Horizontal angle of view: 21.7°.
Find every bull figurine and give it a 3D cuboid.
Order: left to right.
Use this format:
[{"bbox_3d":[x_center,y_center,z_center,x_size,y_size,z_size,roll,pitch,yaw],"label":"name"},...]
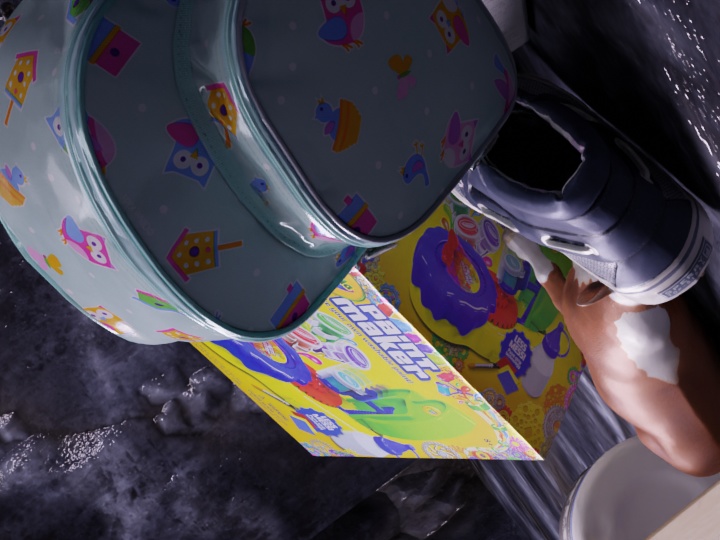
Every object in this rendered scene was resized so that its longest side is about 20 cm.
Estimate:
[{"bbox_3d":[0.136,0.027,0.941,0.201,0.065,0.122,59,177,-39],"label":"bull figurine"}]

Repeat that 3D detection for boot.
[{"bbox_3d":[0.070,-0.059,0.836,0.090,0.073,0.200,35,180,-38],"label":"boot"}]

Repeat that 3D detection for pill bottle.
[{"bbox_3d":[0.185,0.168,1.204,0.114,0.113,0.200,53,176,10],"label":"pill bottle"}]

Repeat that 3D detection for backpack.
[{"bbox_3d":[-0.047,-0.070,0.740,0.153,0.200,0.176,9,142,49],"label":"backpack"}]

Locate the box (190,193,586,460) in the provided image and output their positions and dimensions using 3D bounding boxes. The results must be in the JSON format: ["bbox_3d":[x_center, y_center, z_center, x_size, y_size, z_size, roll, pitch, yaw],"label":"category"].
[{"bbox_3d":[0.000,0.000,1.047,0.192,0.123,0.200,-6,139,47],"label":"box"}]

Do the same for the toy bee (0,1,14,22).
[{"bbox_3d":[-0.098,-0.144,0.920,0.109,0.199,0.131,91,156,-48],"label":"toy bee"}]

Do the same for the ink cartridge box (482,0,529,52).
[{"bbox_3d":[-0.002,-0.200,0.818,0.198,0.047,0.200,54,178,17],"label":"ink cartridge box"}]

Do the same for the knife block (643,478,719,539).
[{"bbox_3d":[0.160,0.154,0.905,0.064,0.175,0.200,52,176,13],"label":"knife block"}]
